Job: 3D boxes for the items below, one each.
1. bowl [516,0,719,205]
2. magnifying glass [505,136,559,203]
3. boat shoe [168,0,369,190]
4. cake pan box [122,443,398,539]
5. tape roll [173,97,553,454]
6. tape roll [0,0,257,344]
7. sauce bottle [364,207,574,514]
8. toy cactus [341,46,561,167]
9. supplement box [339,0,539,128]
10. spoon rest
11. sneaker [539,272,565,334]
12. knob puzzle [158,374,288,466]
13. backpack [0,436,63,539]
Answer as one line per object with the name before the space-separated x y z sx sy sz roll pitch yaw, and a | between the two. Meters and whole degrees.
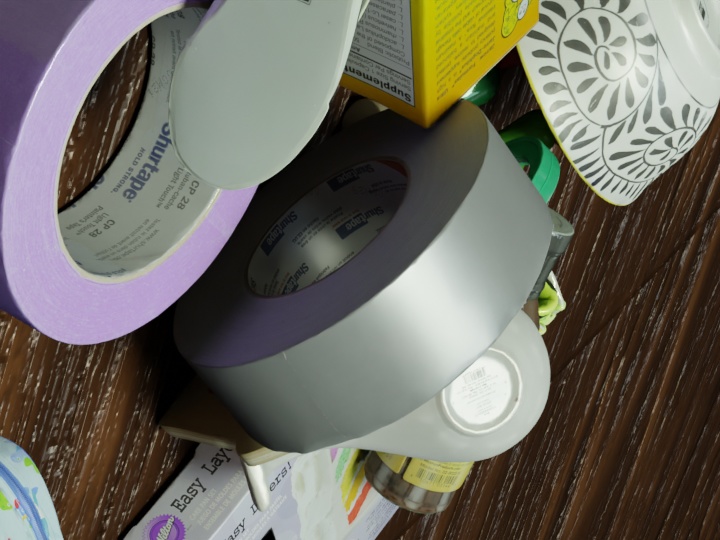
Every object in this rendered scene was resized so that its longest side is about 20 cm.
bowl | 0.168 -0.149 1.276 0.201 0.094 0.202 45 35 -44
magnifying glass | 0.035 -0.003 1.227 0.200 0.080 0.022 -40 115 12
boat shoe | -0.024 -0.128 0.949 0.201 0.070 0.064 -63 180 25
cake pan box | -0.056 0.155 1.312 0.200 0.052 0.185 -49 148 -26
tape roll | 0.000 0.000 1.105 0.201 0.200 0.066 -51 118 -23
tape roll | -0.118 -0.070 0.987 0.200 0.065 0.201 -41 146 -36
sauce bottle | 0.069 0.052 1.287 0.065 0.065 0.201 -11 134 -57
toy cactus | 0.054 -0.066 1.282 0.164 0.102 0.201 11 114 -52
supplement box | 0.020 -0.194 1.073 0.109 0.108 0.201 -44 148 -33
spoon rest | 0.018 0.079 1.226 0.198 0.061 0.100 -19 104 -17
sneaker | 0.096 0.033 1.444 0.076 0.076 0.201 -51 152 -27
knob puzzle | 0.001 0.035 1.159 0.220 0.219 0.031 -51 117 -24
backpack | -0.201 0.164 0.965 0.154 0.162 0.201 -56 147 -32
